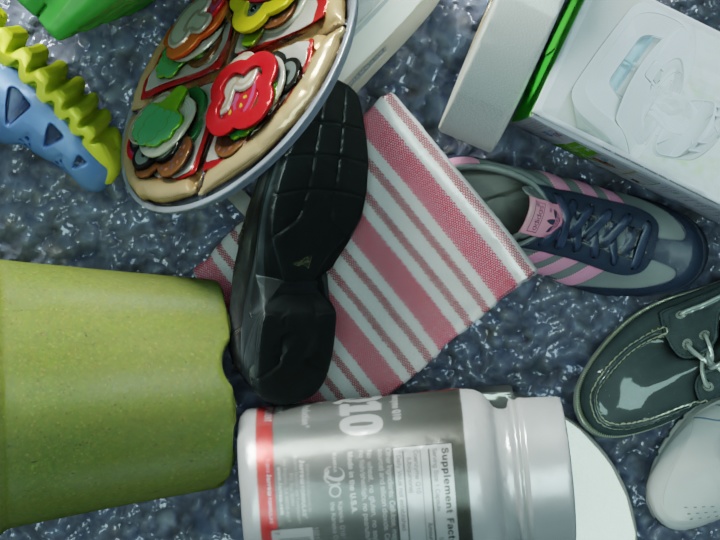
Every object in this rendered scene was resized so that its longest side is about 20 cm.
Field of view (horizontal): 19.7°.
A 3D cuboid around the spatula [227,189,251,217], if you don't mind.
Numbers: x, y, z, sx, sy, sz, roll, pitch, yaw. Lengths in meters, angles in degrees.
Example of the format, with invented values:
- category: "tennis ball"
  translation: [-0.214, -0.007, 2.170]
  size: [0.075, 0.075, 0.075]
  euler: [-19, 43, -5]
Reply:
- category: "spatula"
  translation: [-0.065, -0.032, 1.357]
  size: [0.057, 0.021, 0.200]
  euler: [-44, 92, 0]

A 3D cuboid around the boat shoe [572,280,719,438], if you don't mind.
- category: "boat shoe"
  translation: [0.226, 0.044, 1.328]
  size: [0.199, 0.062, 0.073]
  euler: [-29, 92, -5]

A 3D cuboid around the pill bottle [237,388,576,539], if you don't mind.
- category: "pill bottle"
  translation: [0.029, 0.133, 1.282]
  size: [0.199, 0.114, 0.115]
  euler: [-5, 93, 1]

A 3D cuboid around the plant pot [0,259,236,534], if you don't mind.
- category: "plant pot"
  translation: [-0.174, 0.075, 1.293]
  size: [0.183, 0.200, 0.202]
  euler: [-2, 93, -11]

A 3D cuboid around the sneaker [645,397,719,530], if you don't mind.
- category: "sneaker"
  translation: [0.270, 0.102, 1.327]
  size: [0.199, 0.087, 0.075]
  euler: [-33, 94, 3]

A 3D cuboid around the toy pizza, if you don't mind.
- category: "toy pizza"
  translation: [-0.082, -0.126, 1.275]
  size: [0.032, 0.200, 0.200]
  euler: [37, 94, -35]

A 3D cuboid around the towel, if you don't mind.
- category: "towel"
  translation: [0.000, 0.000, 1.313]
  size: [0.200, 0.030, 0.147]
  euler: [-41, 87, 29]

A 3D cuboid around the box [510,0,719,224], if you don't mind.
- category: "box"
  translation: [0.192, -0.092, 1.262]
  size: [0.176, 0.200, 0.097]
  euler: [25, 93, 0]

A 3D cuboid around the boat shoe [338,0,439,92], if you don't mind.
- category: "boat shoe"
  translation: [-0.034, -0.138, 1.327]
  size: [0.200, 0.072, 0.069]
  euler: [-45, 80, 1]

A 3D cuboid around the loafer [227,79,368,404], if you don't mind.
- category: "loafer"
  translation: [-0.048, -0.023, 1.274]
  size: [0.072, 0.072, 0.201]
  euler: [7, 101, -35]

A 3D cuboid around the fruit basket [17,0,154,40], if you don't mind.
- category: "fruit basket"
  translation: [-0.119, -0.241, 1.256]
  size: [0.216, 0.216, 0.156]
  euler: [-45, 91, 3]

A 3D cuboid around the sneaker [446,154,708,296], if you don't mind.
- category: "sneaker"
  translation: [0.128, -0.025, 1.324]
  size: [0.199, 0.082, 0.071]
  euler: [12, 91, 0]

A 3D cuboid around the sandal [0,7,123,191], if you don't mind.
- category: "sandal"
  translation: [-0.237, -0.115, 1.333]
  size: [0.200, 0.079, 0.087]
  euler: [41, 98, 6]

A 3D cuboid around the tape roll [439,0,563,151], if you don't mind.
- category: "tape roll"
  translation: [0.102, -0.170, 1.246]
  size: [0.037, 0.203, 0.204]
  euler: [23, 93, 0]

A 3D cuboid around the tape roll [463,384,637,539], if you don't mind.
- category: "tape roll"
  translation: [0.081, 0.177, 1.358]
  size: [0.201, 0.037, 0.204]
  euler: [0, 93, 1]
